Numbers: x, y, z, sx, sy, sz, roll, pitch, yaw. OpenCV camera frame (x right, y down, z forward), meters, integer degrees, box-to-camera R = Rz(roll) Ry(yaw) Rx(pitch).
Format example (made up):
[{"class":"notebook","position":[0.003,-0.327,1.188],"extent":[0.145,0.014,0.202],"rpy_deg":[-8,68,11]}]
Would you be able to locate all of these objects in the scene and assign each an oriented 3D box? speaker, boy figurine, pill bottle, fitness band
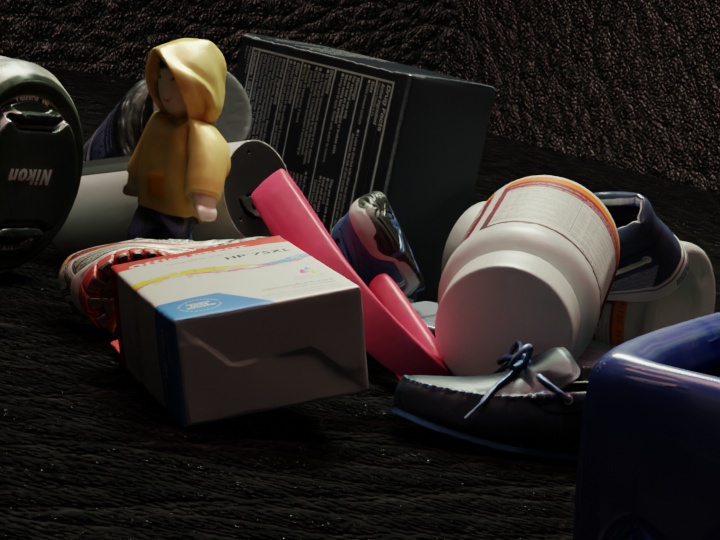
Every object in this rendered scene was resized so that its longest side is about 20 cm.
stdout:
[{"class":"speaker","position":[-0.151,-0.053,1.687],"extent":[0.200,0.081,0.081],"rpy_deg":[-4,-3,39]},{"class":"boy figurine","position":[-0.136,-0.068,1.578],"extent":[0.064,0.200,0.124],"rpy_deg":[5,14,-34]},{"class":"pill bottle","position":[-0.163,-0.100,1.812],"extent":[0.112,0.112,0.200],"rpy_deg":[8,-19,-21]},{"class":"fitness band","position":[-0.008,0.009,1.449],"extent":[0.144,0.037,0.200],"rpy_deg":[44,6,-40]},{"class":"pill bottle","position":[0.170,0.011,1.730],"extent":[0.200,0.114,0.114],"rpy_deg":[17,10,38]},{"class":"pill bottle","position":[0.113,0.011,1.475],"extent":[0.109,0.110,0.200],"rpy_deg":[12,20,9]}]

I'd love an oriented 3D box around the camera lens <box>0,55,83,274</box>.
[{"class":"camera lens","position":[-0.320,-0.090,1.619],"extent":[0.200,0.160,0.160],"rpy_deg":[15,9,31]}]

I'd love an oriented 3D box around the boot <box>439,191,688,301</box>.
[{"class":"boot","position":[0.139,-0.018,1.630],"extent":[0.200,0.073,0.090],"rpy_deg":[-9,-35,25]}]

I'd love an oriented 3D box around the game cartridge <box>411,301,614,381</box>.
[{"class":"game cartridge","position":[0.115,0.063,1.586],"extent":[0.200,0.041,0.133],"rpy_deg":[14,12,23]}]

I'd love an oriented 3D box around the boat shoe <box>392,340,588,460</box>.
[{"class":"boat shoe","position":[0.118,0.077,1.355],"extent":[0.200,0.069,0.084],"rpy_deg":[8,8,-19]}]

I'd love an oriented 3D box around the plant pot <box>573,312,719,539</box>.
[{"class":"plant pot","position":[0.175,0.124,0.697],"extent":[0.200,0.180,0.200],"rpy_deg":[14,9,21]}]

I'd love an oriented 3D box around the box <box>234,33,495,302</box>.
[{"class":"box","position":[-0.011,-0.081,1.841],"extent":[0.198,0.200,0.123],"rpy_deg":[19,11,41]}]

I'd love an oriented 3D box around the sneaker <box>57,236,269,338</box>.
[{"class":"sneaker","position":[-0.119,0.006,1.515],"extent":[0.200,0.078,0.082],"rpy_deg":[5,8,-38]}]

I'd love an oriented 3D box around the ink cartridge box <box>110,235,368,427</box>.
[{"class":"ink cartridge box","position":[-0.082,0.030,1.326],"extent":[0.116,0.067,0.200],"rpy_deg":[-10,15,-18]}]

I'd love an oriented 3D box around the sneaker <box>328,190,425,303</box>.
[{"class":"sneaker","position":[0.000,0.000,1.612],"extent":[0.077,0.076,0.200],"rpy_deg":[-21,-16,-5]}]
